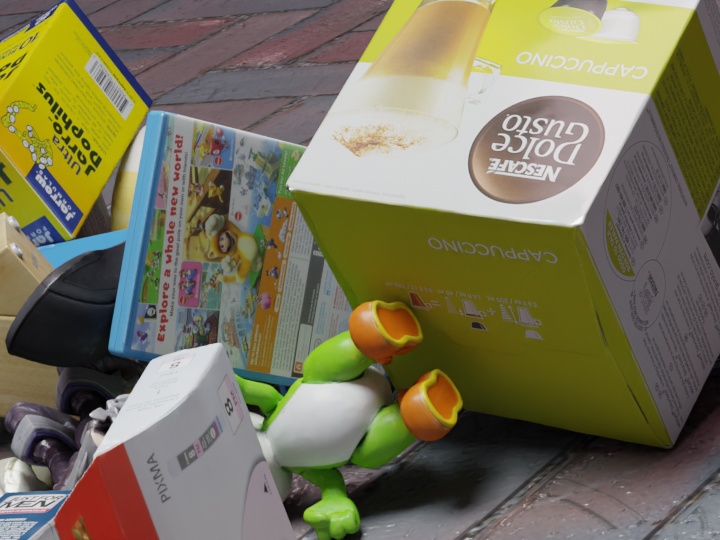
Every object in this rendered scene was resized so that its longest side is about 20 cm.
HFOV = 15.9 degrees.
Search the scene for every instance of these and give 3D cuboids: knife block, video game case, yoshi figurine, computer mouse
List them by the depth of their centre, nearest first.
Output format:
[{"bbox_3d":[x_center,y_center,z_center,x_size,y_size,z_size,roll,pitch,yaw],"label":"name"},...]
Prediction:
[{"bbox_3d":[-0.047,0.101,1.503,0.199,0.112,0.113,-31,44,24],"label":"yoshi figurine"},{"bbox_3d":[-0.127,-0.003,1.540,0.141,0.046,0.200,-53,-11,18],"label":"computer mouse"},{"bbox_3d":[-0.054,-0.006,1.542,0.199,0.144,0.018,12,-4,-39],"label":"video game case"},{"bbox_3d":[-0.258,0.058,1.620,0.175,0.200,0.064,-38,22,7],"label":"knife block"}]

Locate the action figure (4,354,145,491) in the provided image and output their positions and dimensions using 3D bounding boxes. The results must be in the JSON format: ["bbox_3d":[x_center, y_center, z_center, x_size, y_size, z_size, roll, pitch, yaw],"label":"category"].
[{"bbox_3d":[-0.156,0.117,1.495,0.069,0.131,0.200,23,19,-21],"label":"action figure"}]

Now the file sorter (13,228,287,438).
[{"bbox_3d":[-0.139,0.044,1.739,0.199,0.123,0.139,-12,18,10],"label":"file sorter"}]

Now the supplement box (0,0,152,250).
[{"bbox_3d":[-0.249,-0.093,1.884,0.108,0.110,0.200,-27,23,28],"label":"supplement box"}]

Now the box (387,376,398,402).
[{"bbox_3d":[0.000,0.000,1.694,0.049,0.162,0.200,-21,14,25],"label":"box"}]

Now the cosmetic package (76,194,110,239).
[{"bbox_3d":[-0.245,-0.007,2.020,0.071,0.106,0.200,-14,16,8],"label":"cosmetic package"}]

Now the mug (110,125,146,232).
[{"bbox_3d":[-0.089,-0.018,1.929,0.152,0.188,0.149,4,-13,25],"label":"mug"}]

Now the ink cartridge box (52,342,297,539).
[{"bbox_3d":[-0.083,0.148,1.306,0.057,0.164,0.200,-16,17,11],"label":"ink cartridge box"}]

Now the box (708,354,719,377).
[{"bbox_3d":[0.205,0.020,1.652,0.199,0.051,0.158,-10,20,19],"label":"box"}]

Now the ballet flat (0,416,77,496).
[{"bbox_3d":[-0.202,0.135,1.603,0.069,0.070,0.200,-4,20,32],"label":"ballet flat"}]

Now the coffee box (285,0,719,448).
[{"bbox_3d":[0.110,-0.043,1.531,0.199,0.200,0.198,9,54,33],"label":"coffee box"}]

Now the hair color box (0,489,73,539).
[{"bbox_3d":[-0.202,0.202,1.337,0.060,0.101,0.200,-5,19,30],"label":"hair color box"}]
